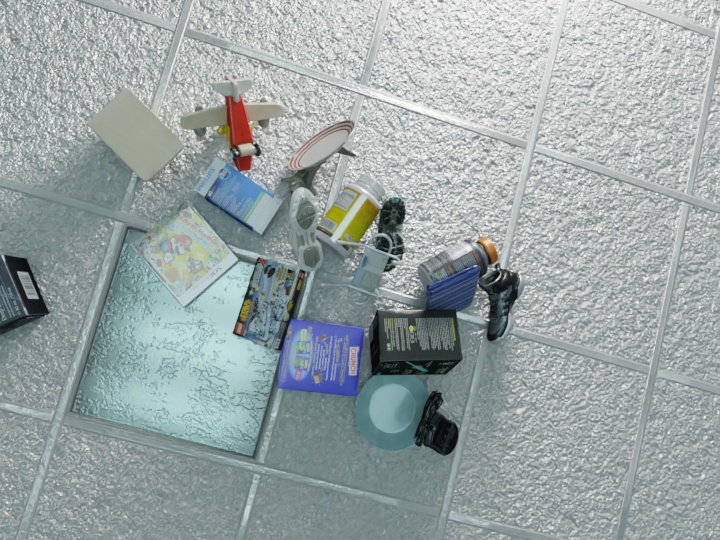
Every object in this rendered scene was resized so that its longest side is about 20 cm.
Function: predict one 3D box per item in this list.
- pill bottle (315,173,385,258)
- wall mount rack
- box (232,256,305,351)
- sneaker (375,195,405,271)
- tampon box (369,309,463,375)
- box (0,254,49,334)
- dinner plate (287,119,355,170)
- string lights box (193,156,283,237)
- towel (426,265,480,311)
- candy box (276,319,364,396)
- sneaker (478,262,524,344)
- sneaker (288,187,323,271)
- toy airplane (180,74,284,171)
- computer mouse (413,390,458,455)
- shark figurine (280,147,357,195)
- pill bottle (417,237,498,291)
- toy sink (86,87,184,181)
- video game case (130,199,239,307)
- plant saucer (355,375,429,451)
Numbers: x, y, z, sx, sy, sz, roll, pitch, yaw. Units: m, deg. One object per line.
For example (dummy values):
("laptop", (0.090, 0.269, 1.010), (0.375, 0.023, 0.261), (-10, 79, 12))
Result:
("pill bottle", (-0.023, -0.140, 1.295), (0.109, 0.109, 0.201), (35, 83, -4))
("wall mount rack", (0.000, 0.000, 1.270), (0.171, 0.075, 0.202), (19, 108, -10))
("box", (-0.224, 0.079, 1.255), (0.135, 0.040, 0.203), (15, 84, 31))
("sneaker", (0.078, -0.097, 1.325), (0.076, 0.086, 0.203), (8, 108, -6))
("tampon box", (0.130, 0.178, 1.258), (0.196, 0.150, 0.128), (1, 66, -8))
("box", (-0.859, 0.074, 1.174), (0.198, 0.107, 0.150), (-25, 90, -7))
("dinner plate", (-0.093, -0.304, 1.267), (0.200, 0.200, 0.024), (-41, 119, -8))
("string lights box", (-0.303, -0.183, 1.287), (0.199, 0.059, 0.104), (34, 82, -4))
("towel", (0.224, 0.064, 1.280), (0.143, 0.201, 0.024), (-24, 61, -9))
("candy box", (-0.099, 0.216, 1.278), (0.197, 0.077, 0.172), (8, 83, -6))
("sneaker", (0.348, 0.082, 1.331), (0.113, 0.075, 0.203), (29, 77, -27))
("sneaker", (-0.148, -0.102, 1.243), (0.077, 0.099, 0.203), (-12, 110, -30))
("toy airplane", (-0.311, -0.373, 1.257), (0.199, 0.141, 0.201), (34, 85, -31))
("computer mouse", (0.186, 0.392, 1.279), (0.200, 0.052, 0.140), (50, 60, -43))
("shark figurine", (-0.115, -0.244, 1.321), (0.215, 0.127, 0.090), (-48, 119, -25))
("pill bottle", (0.254, -0.011, 1.324), (0.198, 0.106, 0.107), (-27, 90, -8))
("toy sink", (-0.524, -0.309, 1.241), (0.200, 0.112, 0.131), (43, 82, 2))
("video game case", (-0.435, -0.043, 1.279), (0.182, 0.023, 0.201), (-41, 92, -8))
("plant saucer", (0.082, 0.354, 1.312), (0.197, 0.039, 0.205), (0, 87, -7))
